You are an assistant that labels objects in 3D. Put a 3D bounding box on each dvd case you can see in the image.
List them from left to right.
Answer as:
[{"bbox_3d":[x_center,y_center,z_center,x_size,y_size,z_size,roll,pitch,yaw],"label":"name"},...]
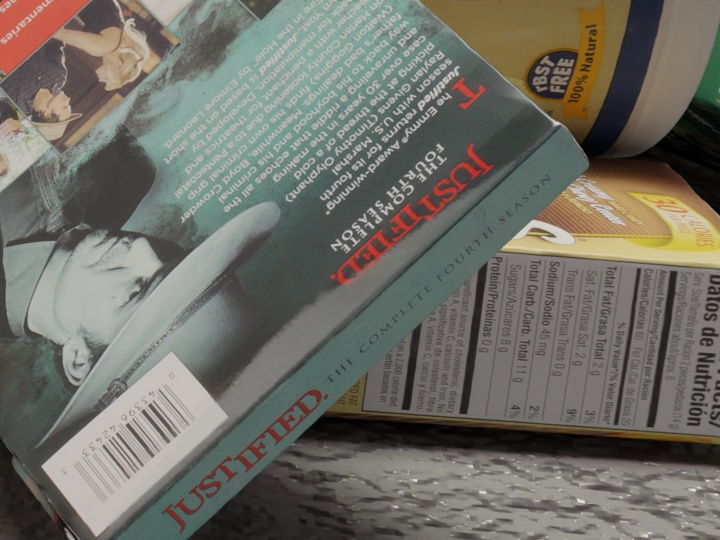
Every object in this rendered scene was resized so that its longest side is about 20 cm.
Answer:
[{"bbox_3d":[-0.056,-0.033,0.706,0.200,0.146,0.022,44,-4,43],"label":"dvd case"}]

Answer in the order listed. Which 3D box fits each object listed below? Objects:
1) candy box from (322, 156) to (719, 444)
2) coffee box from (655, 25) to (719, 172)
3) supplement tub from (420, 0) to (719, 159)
[{"bbox_3d":[0.000,0.000,0.802,0.199,0.056,0.115,4,16,-9],"label":"candy box"},{"bbox_3d":[0.125,-0.064,1.004,0.123,0.044,0.200,30,-1,-43],"label":"coffee box"},{"bbox_3d":[-0.001,-0.111,0.859,0.199,0.145,0.144,4,17,-10],"label":"supplement tub"}]
